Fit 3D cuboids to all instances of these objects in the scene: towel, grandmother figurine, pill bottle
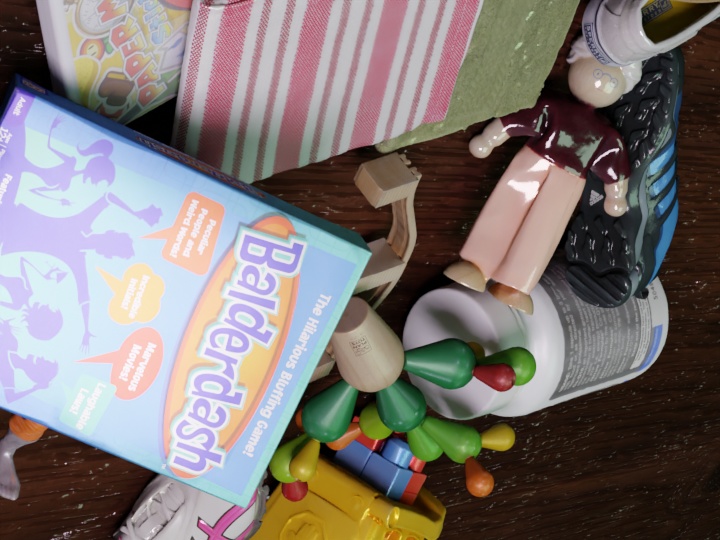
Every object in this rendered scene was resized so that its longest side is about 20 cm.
[{"bbox_3d":[-0.018,-0.118,1.018,0.198,0.030,0.147,-19,145,-30],"label":"towel"},{"bbox_3d":[0.135,-0.072,1.259,0.120,0.061,0.202,22,97,-27],"label":"grandmother figurine"},{"bbox_3d":[0.079,-0.164,1.129,0.147,0.037,0.201,-21,144,-36],"label":"towel"},{"bbox_3d":[0.130,0.045,1.378,0.199,0.114,0.114,-12,137,-46],"label":"pill bottle"}]

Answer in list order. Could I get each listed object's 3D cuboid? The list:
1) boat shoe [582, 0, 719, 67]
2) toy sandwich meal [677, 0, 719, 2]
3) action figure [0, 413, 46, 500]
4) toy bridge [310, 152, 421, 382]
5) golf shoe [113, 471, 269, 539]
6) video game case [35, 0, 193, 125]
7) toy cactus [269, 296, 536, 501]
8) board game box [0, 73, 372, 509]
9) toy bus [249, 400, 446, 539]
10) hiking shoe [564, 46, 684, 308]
[{"bbox_3d":[0.239,-0.204,1.213,0.201,0.086,0.075,-34,106,-23],"label":"boat shoe"},{"bbox_3d":[0.227,-0.253,1.101,0.203,0.071,0.207,-12,134,-13],"label":"toy sandwich meal"},{"bbox_3d":[-0.178,0.033,1.017,0.198,0.105,0.195,-6,130,-14],"label":"action figure"},{"bbox_3d":[0.000,0.000,1.222,0.067,0.027,0.201,-21,149,-37],"label":"toy bridge"},{"bbox_3d":[-0.122,0.176,1.255,0.091,0.073,0.201,-16,140,-39],"label":"golf shoe"},{"bbox_3d":[-0.082,-0.173,0.920,0.181,0.023,0.201,-32,149,-23],"label":"video game case"},{"bbox_3d":[0.017,0.088,1.239,0.198,0.103,0.166,-16,136,14],"label":"toy cactus"},{"bbox_3d":[-0.115,0.013,0.938,0.198,0.045,0.153,24,99,-16],"label":"board game box"},{"bbox_3d":[0.000,0.199,1.410,0.193,0.135,0.200,-62,153,-3],"label":"toy bus"},{"bbox_3d":[0.195,-0.076,1.330,0.086,0.074,0.202,-12,117,-57],"label":"hiking shoe"}]
